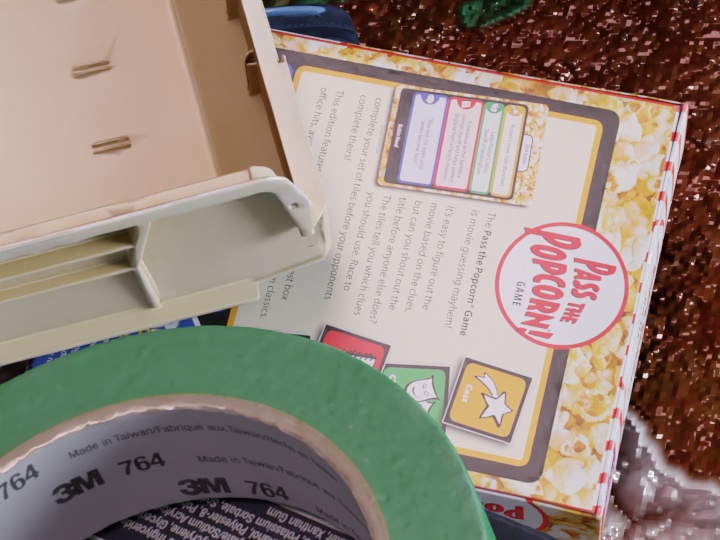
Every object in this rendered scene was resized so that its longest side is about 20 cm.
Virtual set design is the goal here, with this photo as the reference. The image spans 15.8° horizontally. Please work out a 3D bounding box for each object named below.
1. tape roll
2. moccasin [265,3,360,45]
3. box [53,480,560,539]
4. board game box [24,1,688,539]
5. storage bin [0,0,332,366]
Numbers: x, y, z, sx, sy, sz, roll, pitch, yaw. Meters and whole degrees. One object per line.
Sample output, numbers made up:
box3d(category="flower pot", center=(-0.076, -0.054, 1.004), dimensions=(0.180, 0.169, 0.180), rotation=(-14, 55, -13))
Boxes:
box3d(category="tape roll", center=(-0.057, 0.108, 0.710), dimensions=(0.200, 0.048, 0.201), rotation=(-9, 49, 11))
box3d(category="moccasin", center=(-0.095, -0.074, 1.029), dimensions=(0.199, 0.081, 0.068), rotation=(3, 65, 5))
box3d(category="box", center=(-0.044, 0.161, 0.773), dimensions=(0.200, 0.123, 0.199), rotation=(20, 59, 32))
box3d(category="board game box", center=(0.000, 0.000, 0.888), dimensions=(0.199, 0.046, 0.152), rotation=(12, 71, 9))
box3d(category="storage bin", center=(-0.128, -0.077, 0.848), dimensions=(0.198, 0.094, 0.201), rotation=(-14, 67, -5))
